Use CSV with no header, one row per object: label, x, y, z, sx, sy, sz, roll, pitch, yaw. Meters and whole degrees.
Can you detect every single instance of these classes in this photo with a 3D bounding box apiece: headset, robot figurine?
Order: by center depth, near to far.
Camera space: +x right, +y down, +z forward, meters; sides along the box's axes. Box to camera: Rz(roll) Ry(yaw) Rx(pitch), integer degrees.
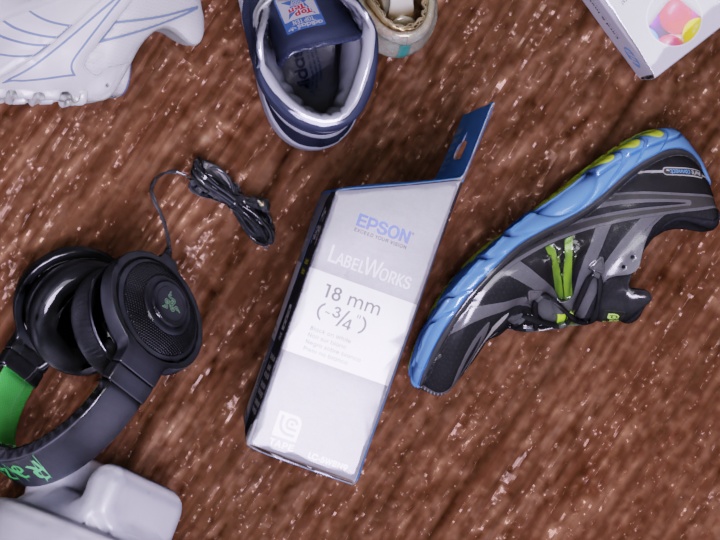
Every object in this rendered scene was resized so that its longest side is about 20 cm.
robot figurine,-0.163,0.195,1.184,0.113,0.169,0.201,32,77,-47
headset,-0.121,0.030,1.197,0.094,0.123,0.200,41,69,-30

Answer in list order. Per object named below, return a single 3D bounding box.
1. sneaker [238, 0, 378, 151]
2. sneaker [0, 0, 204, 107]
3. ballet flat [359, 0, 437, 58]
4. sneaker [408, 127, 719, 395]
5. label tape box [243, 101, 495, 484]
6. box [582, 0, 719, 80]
sneaker,-0.044,-0.160,1.191,0.070,0.108,0.201,-20,94,-5
sneaker,-0.167,-0.117,1.189,0.200,0.074,0.087,-29,103,-15
ballet flat,0.010,-0.214,1.217,0.067,0.062,0.201,-14,93,-5
sneaker,0.110,0.004,1.232,0.199,0.071,0.083,-36,89,-6
label tape box,0.000,0.000,1.185,0.063,0.144,0.201,19,90,-4
box,0.158,-0.230,1.242,0.156,0.041,0.200,-38,94,-3
